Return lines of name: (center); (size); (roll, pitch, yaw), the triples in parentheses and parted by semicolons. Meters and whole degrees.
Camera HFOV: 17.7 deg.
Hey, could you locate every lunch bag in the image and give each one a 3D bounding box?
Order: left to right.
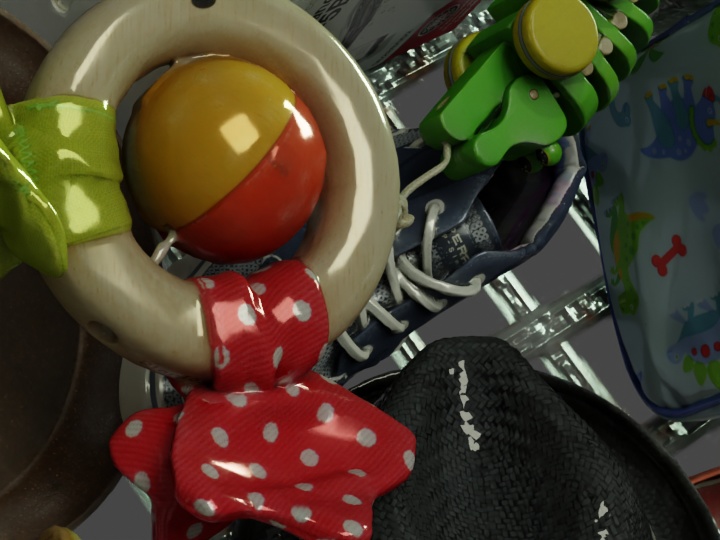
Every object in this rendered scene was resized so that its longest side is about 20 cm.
lunch bag: (0.171, -0.028, 0.891); (0.082, 0.200, 0.161); (-5, 77, -30)

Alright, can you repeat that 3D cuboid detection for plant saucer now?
plant saucer: (-0.149, 0.001, 0.767); (0.200, 0.034, 0.201); (15, 68, -43)

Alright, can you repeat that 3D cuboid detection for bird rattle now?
bird rattle: (-0.049, -0.013, 0.720); (0.200, 0.113, 0.163); (38, 66, -8)

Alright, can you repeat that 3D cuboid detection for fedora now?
fedora: (0.043, 0.095, 0.782); (0.200, 0.092, 0.201); (1, 53, -1)

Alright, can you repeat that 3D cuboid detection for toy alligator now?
toy alligator: (0.062, -0.064, 0.827); (0.054, 0.059, 0.200); (40, 63, -15)

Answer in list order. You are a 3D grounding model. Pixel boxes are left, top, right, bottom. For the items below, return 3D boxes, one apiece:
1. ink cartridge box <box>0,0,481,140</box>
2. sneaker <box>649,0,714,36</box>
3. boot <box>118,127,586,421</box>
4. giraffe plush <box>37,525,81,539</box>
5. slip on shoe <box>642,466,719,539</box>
ink cartridge box: (-0.021, -0.125, 0.877); (0.200, 0.147, 0.083); (-29, 81, -36)
sneaker: (0.138, -0.160, 0.955); (0.077, 0.200, 0.112); (-2, 86, 11)
boot: (0.000, 0.000, 0.837); (0.200, 0.090, 0.073); (-47, 115, -42)
giraffe plush: (-0.122, 0.155, 0.646); (0.200, 0.172, 0.162); (40, 29, -25)
slip on shoe: (0.101, 0.113, 0.862); (0.200, 0.061, 0.074); (-15, 73, -27)
